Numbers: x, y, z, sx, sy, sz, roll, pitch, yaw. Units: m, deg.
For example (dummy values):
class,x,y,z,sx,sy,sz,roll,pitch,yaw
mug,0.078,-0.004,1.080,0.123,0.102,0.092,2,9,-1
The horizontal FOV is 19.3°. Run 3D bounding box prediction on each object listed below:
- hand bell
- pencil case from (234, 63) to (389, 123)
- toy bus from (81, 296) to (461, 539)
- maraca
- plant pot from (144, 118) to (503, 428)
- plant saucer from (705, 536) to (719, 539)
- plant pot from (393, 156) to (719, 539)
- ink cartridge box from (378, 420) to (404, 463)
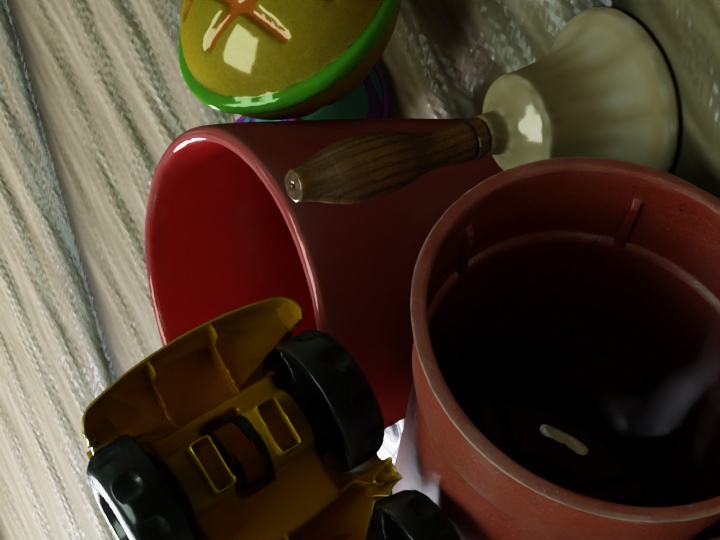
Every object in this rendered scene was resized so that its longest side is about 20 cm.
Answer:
class,x,y,z,sx,sy,sz,roll,pitch,yaw
hand bell,0.050,-0.065,1.062,0.104,0.200,0.104,32,129,50
pencil case,-0.056,-0.074,1.345,0.092,0.085,0.200,46,147,-3
toy bus,-0.052,0.137,1.067,0.200,0.136,0.192,58,161,6
maraca,-0.035,-0.167,1.198,0.137,0.200,0.107,-2,144,24
plant pot,0.000,0.000,1.194,0.200,0.177,0.201,31,129,49
plant saucer,0.221,0.227,1.071,0.200,0.037,0.200,32,130,50
plant pot,0.104,0.081,1.064,0.201,0.201,0.195,59,154,26
ink cartridge box,0.053,0.152,1.305,0.094,0.044,0.200,-22,84,61
